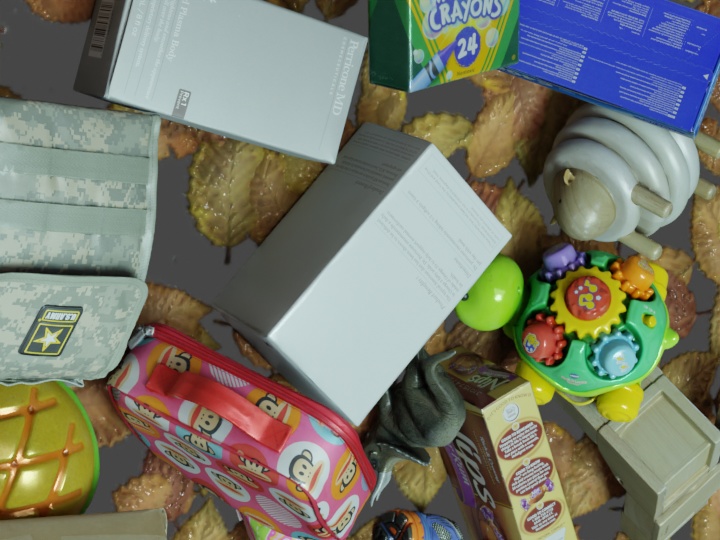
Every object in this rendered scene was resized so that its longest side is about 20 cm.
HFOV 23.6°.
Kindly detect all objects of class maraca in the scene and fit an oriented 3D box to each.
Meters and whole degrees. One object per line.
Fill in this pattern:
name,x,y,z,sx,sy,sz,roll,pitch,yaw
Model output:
maraca,-0.276,0.117,1.261,0.137,0.107,0.201,-42,107,-19

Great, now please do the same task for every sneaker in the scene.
sneaker,0.055,0.306,1.507,0.078,0.075,0.203,-2,105,-31

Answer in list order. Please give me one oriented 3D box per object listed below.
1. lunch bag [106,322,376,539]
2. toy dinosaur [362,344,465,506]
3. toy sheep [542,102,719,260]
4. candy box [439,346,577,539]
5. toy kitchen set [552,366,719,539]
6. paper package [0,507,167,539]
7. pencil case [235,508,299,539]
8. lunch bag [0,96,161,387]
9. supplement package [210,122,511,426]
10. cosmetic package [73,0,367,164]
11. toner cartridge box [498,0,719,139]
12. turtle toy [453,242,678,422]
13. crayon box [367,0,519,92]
lunch bag,-0.092,0.119,1.282,0.082,0.198,0.177,-58,158,-17
toy dinosaur,0.052,0.108,1.421,0.077,0.200,0.103,-24,80,-38
toy sheep,0.231,-0.092,1.469,0.200,0.137,0.139,-41,120,-36
candy box,0.122,0.176,1.484,0.056,0.116,0.202,-28,115,-19
toy kitchen set,0.269,0.123,1.578,0.163,0.181,0.200,-39,157,-11
paper package,-0.243,0.267,1.257,0.197,0.104,0.191,-2,143,-21
pencil case,-0.053,0.230,1.424,0.087,0.087,0.202,-25,113,-21
lunch bag,-0.234,-0.017,1.209,0.163,0.117,0.203,3,91,-46
supplement package,0.000,0.000,1.373,0.200,0.117,0.117,-49,120,-10
cosmetic package,-0.104,-0.156,1.296,0.198,0.090,0.108,13,93,-28
toner cartridge box,0.195,-0.186,1.404,0.198,0.043,0.096,22,92,12
turtle toy,0.172,0.037,1.461,0.101,0.197,0.147,69,34,-64
crayon box,0.064,-0.248,1.313,0.125,0.051,0.203,-20,116,-39
